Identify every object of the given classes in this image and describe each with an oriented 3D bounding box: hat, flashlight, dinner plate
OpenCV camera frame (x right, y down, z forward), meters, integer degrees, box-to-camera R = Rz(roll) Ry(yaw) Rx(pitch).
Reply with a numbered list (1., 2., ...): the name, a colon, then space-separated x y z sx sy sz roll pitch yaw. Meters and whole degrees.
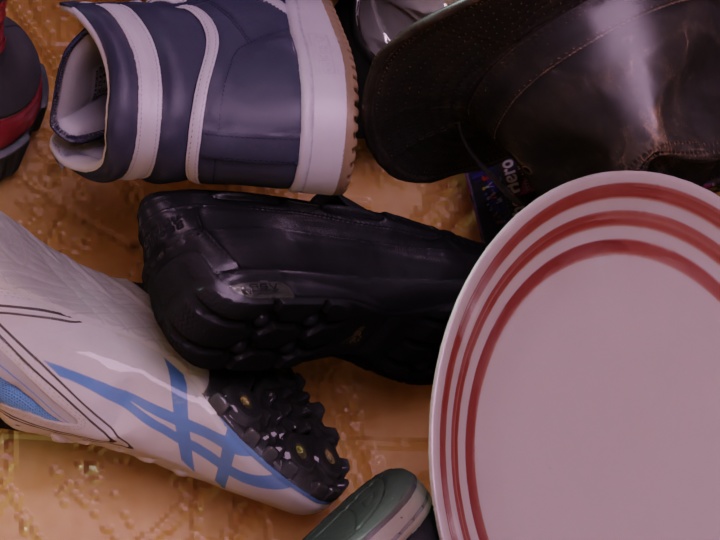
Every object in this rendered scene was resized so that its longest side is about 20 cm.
1. hat: 0.096 -0.058 1.057 0.200 0.201 0.081 -19 71 -20
2. flashlight: -0.140 -0.099 1.079 0.067 0.200 0.068 2 66 -13
3. dinner plate: 0.097 0.066 0.999 0.199 0.024 0.202 7 78 -38

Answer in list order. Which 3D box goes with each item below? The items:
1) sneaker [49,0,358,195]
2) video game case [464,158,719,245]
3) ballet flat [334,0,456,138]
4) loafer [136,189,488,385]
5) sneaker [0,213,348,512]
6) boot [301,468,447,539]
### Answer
1. sneaker: -0.069 -0.087 1.116 0.108 0.071 0.200 0 24 -11
2. video game case: 0.113 -0.125 1.187 0.180 0.036 0.201 -16 79 10
3. ballet flat: 0.054 -0.127 1.148 0.200 0.068 0.068 -37 77 8
4. loafer: 0.000 0.000 1.116 0.200 0.068 0.071 5 51 -43
5. sneaker: -0.097 0.041 1.106 0.199 0.073 0.072 29 28 -13
6. boot: 0.021 0.160 1.013 0.154 0.204 0.073 47 61 4
